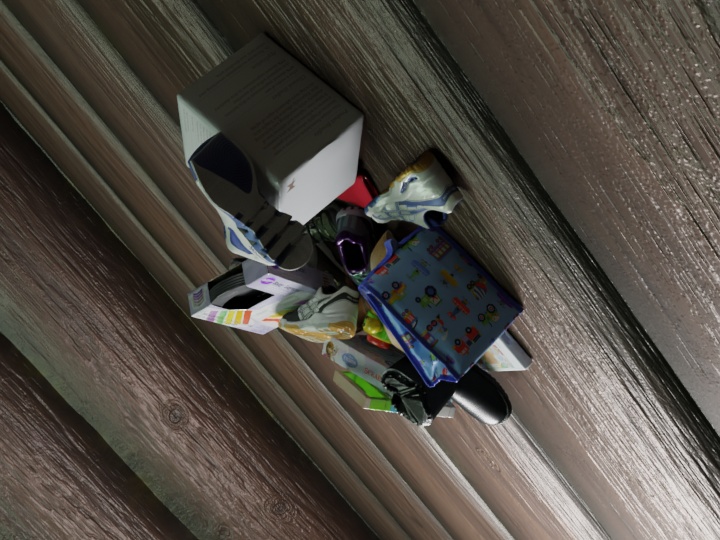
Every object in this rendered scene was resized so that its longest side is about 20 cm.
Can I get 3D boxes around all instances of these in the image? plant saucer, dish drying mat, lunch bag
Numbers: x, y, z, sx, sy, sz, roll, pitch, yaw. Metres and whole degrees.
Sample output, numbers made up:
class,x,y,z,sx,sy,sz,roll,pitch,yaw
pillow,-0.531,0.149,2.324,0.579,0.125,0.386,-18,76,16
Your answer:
class,x,y,z,sx,sy,sz,roll,pitch,yaw
plant saucer,0.051,0.040,1.424,0.200,0.035,0.201,-14,-90,-80
dish drying mat,-0.039,-0.140,1.467,0.200,0.018,0.077,23,151,48
lunch bag,0.101,0.036,1.310,0.200,0.151,0.094,50,155,-6

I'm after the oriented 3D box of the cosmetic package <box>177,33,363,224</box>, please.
class,x,y,z,sx,sy,sz,roll,pitch,yaw
cosmetic package,-0.127,-0.182,1.316,0.200,0.167,0.167,42,155,16

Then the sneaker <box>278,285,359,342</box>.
class,x,y,z,sx,sy,sz,roll,pitch,yaw
sneaker,-0.064,0.071,1.597,0.075,0.088,0.200,24,161,-34

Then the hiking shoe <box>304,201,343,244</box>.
class,x,y,z,sx,sy,sz,roll,pitch,yaw
hiking shoe,-0.080,-0.063,1.582,0.076,0.101,0.200,55,160,-26

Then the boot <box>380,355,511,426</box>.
class,x,y,z,sx,sy,sz,roll,pitch,yaw
boot,0.133,0.200,1.475,0.200,0.168,0.076,49,130,0

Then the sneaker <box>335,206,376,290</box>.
class,x,y,z,sx,sy,sz,roll,pitch,yaw
sneaker,0.000,0.000,1.489,0.074,0.088,0.201,-10,127,20

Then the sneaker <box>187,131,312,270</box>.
class,x,y,z,sx,sy,sz,roll,pitch,yaw
sneaker,-0.159,-0.074,1.229,0.200,0.081,0.115,51,153,-13

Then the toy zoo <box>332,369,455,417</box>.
class,x,y,z,sx,sy,sz,roll,pitch,yaw
toy zoo,0.068,0.206,1.564,0.199,0.021,0.131,10,-170,-27

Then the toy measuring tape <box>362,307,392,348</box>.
class,x,y,z,sx,sy,sz,roll,pitch,yaw
toy measuring tape,0.059,0.094,1.557,0.073,0.074,0.200,35,-168,31

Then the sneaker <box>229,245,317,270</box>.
class,x,y,z,sx,sy,sz,roll,pitch,yaw
sneaker,-0.169,0.002,1.683,0.199,0.129,0.080,-34,66,51

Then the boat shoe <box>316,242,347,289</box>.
class,x,y,z,sx,sy,sz,roll,pitch,yaw
boat shoe,-0.050,0.022,1.756,0.201,0.061,0.072,47,161,-1

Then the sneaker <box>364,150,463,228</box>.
class,x,y,z,sx,sy,sz,roll,pitch,yaw
sneaker,0.069,-0.085,1.255,0.088,0.075,0.200,47,162,-3

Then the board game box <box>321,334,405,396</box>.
class,x,y,z,sx,sy,sz,roll,pitch,yaw
board game box,0.070,0.162,1.627,0.199,0.041,0.200,6,-167,-40

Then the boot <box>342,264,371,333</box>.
class,x,y,z,sx,sy,sz,roll,pitch,yaw
boot,-0.004,0.029,1.641,0.199,0.074,0.155,-4,124,43

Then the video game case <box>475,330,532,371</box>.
class,x,y,z,sx,sy,sz,roll,pitch,yaw
video game case,0.163,0.088,1.489,0.182,0.023,0.200,49,162,-7

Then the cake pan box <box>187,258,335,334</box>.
class,x,y,z,sx,sy,sz,roll,pitch,yaw
cake pan box,-0.170,0.040,1.620,0.200,0.184,0.053,23,-135,-53
